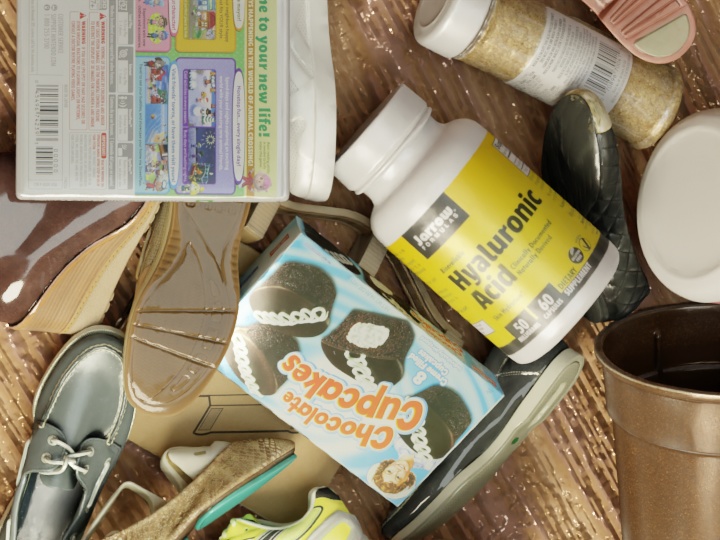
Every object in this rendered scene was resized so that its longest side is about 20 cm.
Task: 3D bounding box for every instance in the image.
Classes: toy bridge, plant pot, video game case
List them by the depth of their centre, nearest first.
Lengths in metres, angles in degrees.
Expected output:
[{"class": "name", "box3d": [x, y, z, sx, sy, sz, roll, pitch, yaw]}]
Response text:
[{"class": "video game case", "box3d": [-0.137, -0.146, 1.496, 0.181, 0.022, 0.201, 0, 88, -7]}, {"class": "toy bridge", "box3d": [0.000, 0.000, 1.622, 0.200, 0.027, 0.067, 36, 64, -21]}, {"class": "plant pot", "box3d": [0.274, 0.148, 1.679, 0.199, 0.200, 0.199, -9, 110, -18]}]

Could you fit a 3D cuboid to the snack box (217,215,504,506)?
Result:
[{"class": "snack box", "box3d": [-0.009, 0.066, 1.595, 0.200, 0.037, 0.116, 38, 103, -22]}]

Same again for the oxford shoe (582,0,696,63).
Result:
[{"class": "oxford shoe", "box3d": [0.166, -0.233, 1.638, 0.071, 0.074, 0.200, -37, 94, 13]}]

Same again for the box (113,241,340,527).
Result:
[{"class": "box", "box3d": [-0.085, 0.074, 1.617, 0.200, 0.021, 0.164, 32, 88, -21]}]

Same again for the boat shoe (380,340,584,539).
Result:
[{"class": "boat shoe", "box3d": [0.079, 0.122, 1.673, 0.068, 0.072, 0.200, 40, 92, 17]}]

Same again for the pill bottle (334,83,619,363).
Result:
[{"class": "pill bottle", "box3d": [0.077, -0.037, 1.598, 0.200, 0.111, 0.111, 41, 84, -5]}]

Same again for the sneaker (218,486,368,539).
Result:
[{"class": "sneaker", "box3d": [-0.091, 0.219, 1.614, 0.199, 0.075, 0.077, -22, 86, -4]}]

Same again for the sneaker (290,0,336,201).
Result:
[{"class": "sneaker", "box3d": [-0.080, -0.143, 1.560, 0.115, 0.074, 0.201, -7, 93, -16]}]

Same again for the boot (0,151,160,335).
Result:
[{"class": "boot", "box3d": [-0.223, -0.061, 1.516, 0.166, 0.072, 0.201, 20, 96, -24]}]

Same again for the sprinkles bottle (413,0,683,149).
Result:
[{"class": "sprinkles bottle", "box3d": [0.137, -0.155, 1.633, 0.199, 0.068, 0.069, 24, 91, -22]}]

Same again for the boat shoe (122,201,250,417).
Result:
[{"class": "boat shoe", "box3d": [-0.117, 0.001, 1.544, 0.071, 0.064, 0.201, 17, 88, -15]}]

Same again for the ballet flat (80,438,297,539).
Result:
[{"class": "ballet flat", "box3d": [-0.131, 0.162, 1.561, 0.200, 0.071, 0.065, -38, 84, -30]}]

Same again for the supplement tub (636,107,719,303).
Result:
[{"class": "supplement tub", "box3d": [0.316, -0.040, 1.662, 0.199, 0.140, 0.141, 6, 97, -37]}]

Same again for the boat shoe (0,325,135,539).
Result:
[{"class": "boat shoe", "box3d": [-0.200, 0.137, 1.549, 0.073, 0.062, 0.201, 19, 103, -18]}]

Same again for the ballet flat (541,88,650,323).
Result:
[{"class": "ballet flat", "box3d": [0.174, -0.050, 1.656, 0.057, 0.066, 0.201, -31, 130, -25]}]
